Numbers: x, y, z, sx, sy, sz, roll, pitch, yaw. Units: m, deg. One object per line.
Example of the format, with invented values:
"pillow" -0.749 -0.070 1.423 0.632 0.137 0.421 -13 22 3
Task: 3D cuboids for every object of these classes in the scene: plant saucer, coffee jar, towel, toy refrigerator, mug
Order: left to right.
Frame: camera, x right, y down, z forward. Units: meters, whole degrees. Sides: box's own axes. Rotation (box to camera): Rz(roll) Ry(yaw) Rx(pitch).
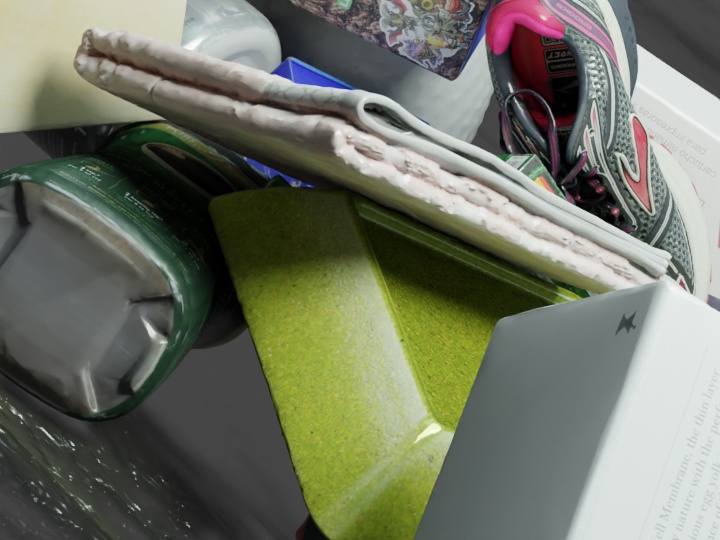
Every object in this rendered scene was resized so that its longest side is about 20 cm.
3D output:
"toy refrigerator" -0.179 -0.101 1.152 0.200 0.070 0.076 -7 26 -37
"coffee jar" -0.096 -0.005 1.150 0.104 0.085 0.200 37 16 6
"towel" 0.007 -0.044 1.121 0.200 0.032 0.191 25 -4 -40
"mug" 0.014 -0.087 1.441 0.200 0.175 0.148 26 18 -28
"plant saucer" 0.048 0.050 1.098 0.200 0.048 0.200 24 30 -34

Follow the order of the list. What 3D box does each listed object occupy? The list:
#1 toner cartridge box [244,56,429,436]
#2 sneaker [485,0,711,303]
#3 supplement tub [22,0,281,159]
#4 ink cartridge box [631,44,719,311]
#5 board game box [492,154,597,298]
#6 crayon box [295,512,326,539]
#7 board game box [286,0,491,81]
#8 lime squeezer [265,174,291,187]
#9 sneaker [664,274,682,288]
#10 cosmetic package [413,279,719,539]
"toner cartridge box" 0.000 0.000 1.275 0.095 0.043 0.200 25 41 -35
"sneaker" 0.101 -0.047 1.256 0.200 0.081 0.075 68 26 -15
"supplement tub" -0.146 -0.130 1.347 0.200 0.123 0.123 42 17 21
"ink cartridge box" 0.128 0.006 1.360 0.145 0.200 0.084 33 19 -5
"board game box" 0.103 0.029 1.266 0.200 0.023 0.105 54 -19 -20
"crayon box" 0.068 0.160 1.061 0.127 0.051 0.200 24 18 -35
"board game box" -0.003 -0.209 1.328 0.200 0.097 0.159 26 41 4
"lime squeezer" 0.029 0.039 1.191 0.200 0.038 0.071 51 26 16
"sneaker" 0.141 0.094 1.184 0.075 0.100 0.200 -99 164 -72
"cosmetic package" 0.117 0.140 0.903 0.200 0.200 0.123 29 -19 -21
